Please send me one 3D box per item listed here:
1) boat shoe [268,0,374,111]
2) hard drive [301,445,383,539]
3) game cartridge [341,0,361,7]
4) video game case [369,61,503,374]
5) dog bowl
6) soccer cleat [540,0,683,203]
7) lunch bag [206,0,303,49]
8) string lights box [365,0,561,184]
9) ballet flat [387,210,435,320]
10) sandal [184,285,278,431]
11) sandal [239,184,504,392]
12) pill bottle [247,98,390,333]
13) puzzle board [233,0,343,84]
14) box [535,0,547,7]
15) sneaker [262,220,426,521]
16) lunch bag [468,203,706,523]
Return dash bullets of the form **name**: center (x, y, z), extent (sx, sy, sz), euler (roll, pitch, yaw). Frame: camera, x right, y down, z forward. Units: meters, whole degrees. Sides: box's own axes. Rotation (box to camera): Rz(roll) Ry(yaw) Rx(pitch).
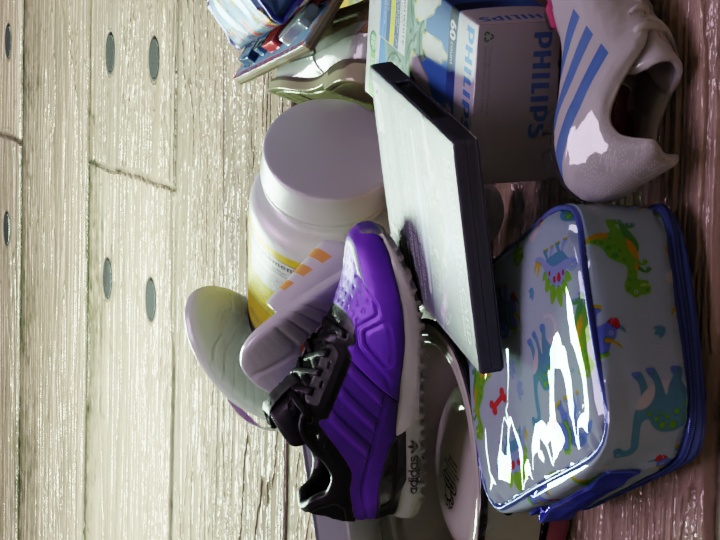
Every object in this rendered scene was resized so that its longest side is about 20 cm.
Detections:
- **boat shoe**: center (-0.007, -0.151, 1.799), extent (0.200, 0.075, 0.069), euler (-1, 72, 68)
- **hard drive**: center (0.005, 0.159, 1.756), extent (0.200, 0.026, 0.132), euler (47, -149, -63)
- **game cartridge**: center (0.012, -0.176, 1.879), extent (0.200, 0.032, 0.177), euler (-132, 45, -61)
- **video game case**: center (0.045, -0.036, 1.526), extent (0.200, 0.019, 0.143), euler (-130, 31, -68)
- **dog bowl**: center (0.074, 0.130, 1.644), extent (0.200, 0.074, 0.201), euler (179, 90, -71)
- **soccer cleat**: center (0.150, -0.136, 1.445), extent (0.086, 0.070, 0.200), euler (-19, 63, 41)
- **lunch bag**: center (-0.036, -0.263, 1.763), extent (0.200, 0.094, 0.151), euler (-47, 9, -11)
- **string lights box**: center (0.063, -0.134, 1.581), extent (0.200, 0.059, 0.103), euler (-132, 41, -63)
- **ballet flat**: center (0.050, -0.026, 1.725), extent (0.072, 0.072, 0.201), euler (-177, 85, -71)
- **sandal**: center (-0.077, 0.085, 1.920), extent (0.050, 0.203, 0.083), euler (-17, 49, 34)
- **sandal**: center (0.004, 0.005, 1.677), extent (0.059, 0.207, 0.079), euler (47, 172, 48)
- **pill bottle**: center (-0.025, -0.022, 1.813), extent (0.200, 0.114, 0.114), euler (95, 164, -51)
- **puzzle board**: center (-0.029, -0.210, 1.807), extent (0.151, 0.017, 0.200), euler (-59, 14, -11)
- **box**: center (0.083, -0.199, 1.667), extent (0.200, 0.036, 0.145), euler (-142, 54, -65)
- **sneaker**: center (-0.013, 0.070, 1.606), extent (0.070, 0.099, 0.201), euler (-134, 40, -71)
- **lunch bag**: center (0.128, 0.057, 1.467), extent (0.200, 0.082, 0.161), euler (135, 133, -65)
